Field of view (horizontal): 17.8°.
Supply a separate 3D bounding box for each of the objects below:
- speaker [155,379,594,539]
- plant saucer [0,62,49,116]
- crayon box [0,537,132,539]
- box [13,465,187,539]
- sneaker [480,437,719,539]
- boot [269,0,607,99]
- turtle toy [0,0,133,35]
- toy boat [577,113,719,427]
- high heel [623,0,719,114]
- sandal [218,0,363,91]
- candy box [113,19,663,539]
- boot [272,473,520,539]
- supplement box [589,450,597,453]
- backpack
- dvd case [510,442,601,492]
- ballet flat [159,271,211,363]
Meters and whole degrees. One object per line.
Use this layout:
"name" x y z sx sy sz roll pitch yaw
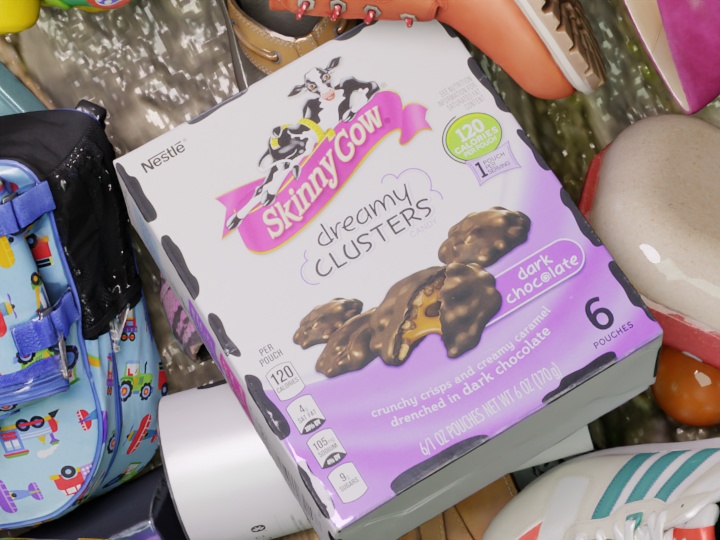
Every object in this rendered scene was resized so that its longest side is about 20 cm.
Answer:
"speaker" 0.009 0.073 1.089 0.198 0.081 0.082 -16 100 5
"plant saucer" -0.208 -0.084 1.134 0.070 0.019 0.200 -44 96 8
"crayon box" -0.161 0.187 1.056 0.198 0.058 0.120 2 101 2
"box" -0.117 0.222 1.144 0.147 0.104 0.201 -27 99 7
"sneaker" 0.138 0.117 1.033 0.198 0.093 0.071 -14 93 18
"boot" 0.017 -0.133 1.008 0.200 0.075 0.107 45 108 -1
"turtle toy" -0.125 -0.174 1.030 0.100 0.200 0.147 13 110 24
"toy boat" 0.184 0.025 1.108 0.199 0.131 0.131 25 130 -3
"high heel" 0.109 -0.162 1.090 0.199 0.067 0.096 31 91 -17
"sandal" -0.029 -0.132 1.102 0.081 0.055 0.202 -11 100 3
"candy box" 0.010 0.002 1.024 0.167 0.072 0.201 -30 70 -9
"boot" 0.041 0.197 1.135 0.154 0.077 0.201 -24 92 2
"supplement box" 0.215 0.138 1.124 0.198 0.061 0.110 -4 97 -3
"backpack" -0.189 0.039 1.089 0.181 0.135 0.202 -7 111 15
"dvd case" 0.071 0.145 1.166 0.150 0.025 0.200 -44 97 8
"ballet flat" 0.000 0.000 1.115 0.198 0.069 0.072 -17 76 7
